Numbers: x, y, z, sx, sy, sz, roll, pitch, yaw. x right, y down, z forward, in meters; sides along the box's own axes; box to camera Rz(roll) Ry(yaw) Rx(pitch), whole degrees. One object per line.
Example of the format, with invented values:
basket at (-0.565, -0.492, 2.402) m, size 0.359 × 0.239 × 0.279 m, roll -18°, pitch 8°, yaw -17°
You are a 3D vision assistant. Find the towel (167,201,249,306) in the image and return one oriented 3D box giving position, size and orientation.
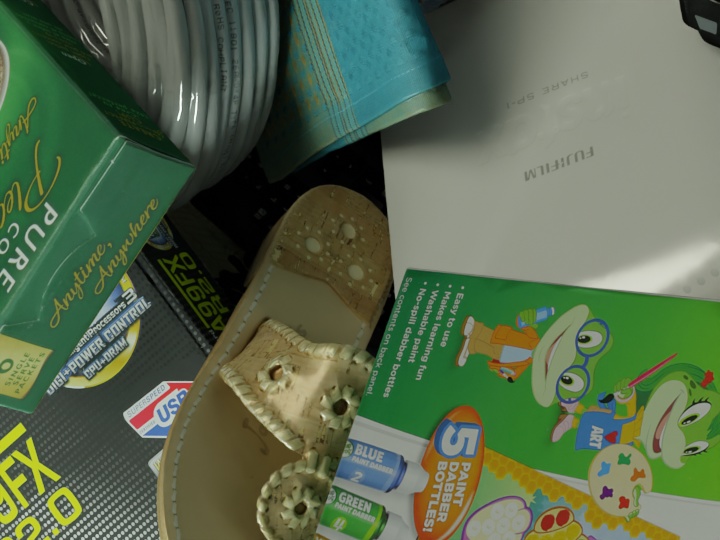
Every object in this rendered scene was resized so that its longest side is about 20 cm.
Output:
towel at (-0.096, -0.009, 1.092) m, size 0.200 × 0.148 × 0.037 m, roll 42°, pitch 146°, yaw 29°

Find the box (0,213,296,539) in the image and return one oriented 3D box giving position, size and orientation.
box at (-0.121, 0.084, 0.987) m, size 0.200 × 0.044 × 0.160 m, roll -40°, pitch 83°, yaw 21°

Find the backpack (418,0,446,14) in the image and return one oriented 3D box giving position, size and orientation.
backpack at (-0.003, -0.192, 1.094) m, size 0.190 × 0.200 × 0.154 m, roll -31°, pitch 9°, yaw 35°

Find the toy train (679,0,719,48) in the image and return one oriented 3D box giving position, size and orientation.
toy train at (0.192, -0.070, 0.843) m, size 0.200 × 0.034 × 0.046 m, roll 27°, pitch 133°, yaw 36°

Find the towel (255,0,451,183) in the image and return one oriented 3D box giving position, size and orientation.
towel at (-0.031, -0.145, 0.966) m, size 0.147 × 0.022 × 0.201 m, roll -19°, pitch 89°, yaw 61°

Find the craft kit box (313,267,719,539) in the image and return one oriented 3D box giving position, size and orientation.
craft kit box at (0.071, 0.104, 0.791) m, size 0.197 × 0.048 × 0.201 m, roll 7°, pitch 70°, yaw 35°

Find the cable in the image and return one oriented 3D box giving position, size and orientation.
cable at (-0.105, -0.121, 1.012) m, size 0.200 × 0.069 × 0.201 m, roll 38°, pitch 139°, yaw 42°

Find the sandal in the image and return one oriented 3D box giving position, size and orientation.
sandal at (-0.017, 0.037, 0.903) m, size 0.070 × 0.077 × 0.212 m, roll -48°, pitch 21°, yaw 46°

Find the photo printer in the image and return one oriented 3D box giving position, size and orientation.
photo printer at (0.089, -0.029, 0.936) m, size 0.166 × 0.069 × 0.201 m, roll -20°, pitch 50°, yaw 21°

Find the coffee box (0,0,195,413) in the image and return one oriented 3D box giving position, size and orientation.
coffee box at (-0.157, -0.049, 0.958) m, size 0.123 × 0.044 × 0.200 m, roll -56°, pitch 48°, yaw 11°

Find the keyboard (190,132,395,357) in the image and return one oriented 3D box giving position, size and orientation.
keyboard at (0.000, 0.000, 1.007) m, size 0.200 × 0.040 × 0.104 m, roll 39°, pitch 88°, yaw 31°
